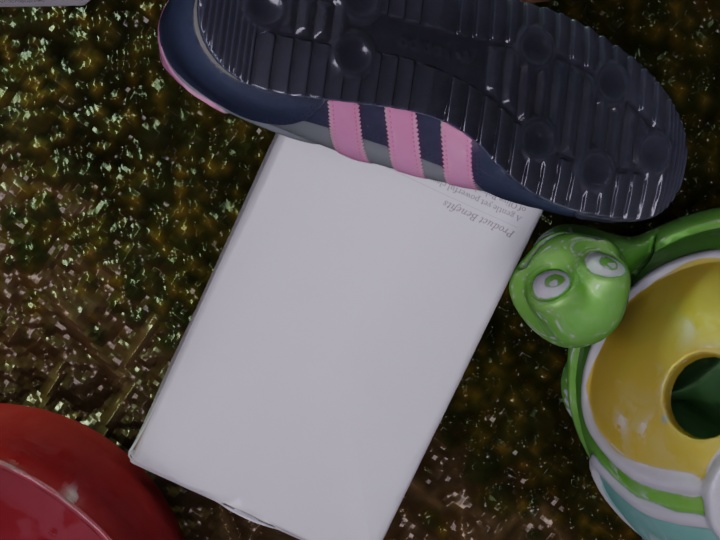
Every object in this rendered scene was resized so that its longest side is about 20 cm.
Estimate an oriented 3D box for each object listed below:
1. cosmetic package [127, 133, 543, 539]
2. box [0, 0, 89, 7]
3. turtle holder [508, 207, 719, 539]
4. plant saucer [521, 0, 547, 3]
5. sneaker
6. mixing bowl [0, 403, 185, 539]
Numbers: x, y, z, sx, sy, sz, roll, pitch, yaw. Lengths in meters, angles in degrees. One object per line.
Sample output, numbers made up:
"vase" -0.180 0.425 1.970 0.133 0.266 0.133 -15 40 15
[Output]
"cosmetic package" 0.000 0.000 1.069 0.107 0.085 0.200 26 104 -2
"box" -0.081 -0.162 0.977 0.200 0.156 0.041 -32 80 28
"turtle holder" 0.147 0.042 1.026 0.141 0.132 0.186 -22 115 5
"plant saucer" 0.054 -0.203 1.047 0.200 0.032 0.201 1 103 5
"sneaker" 0.021 -0.067 0.984 0.200 0.082 0.070 21 78 -22
"mixing bowl" -0.142 0.128 1.084 0.199 0.108 0.201 8 118 15
